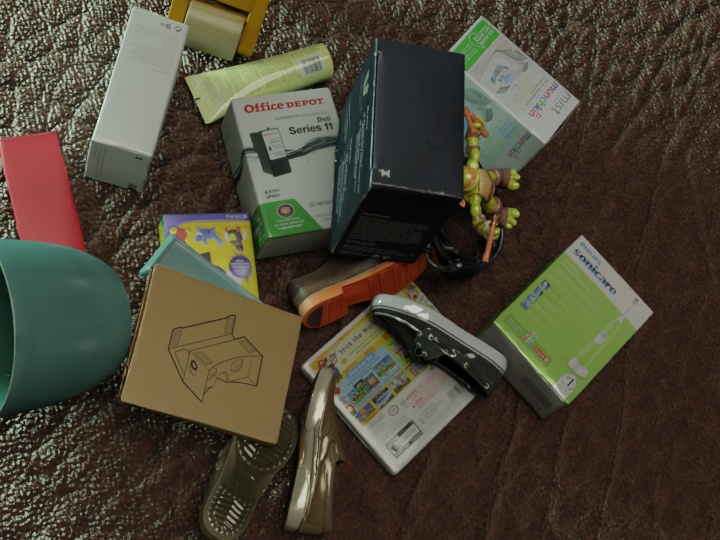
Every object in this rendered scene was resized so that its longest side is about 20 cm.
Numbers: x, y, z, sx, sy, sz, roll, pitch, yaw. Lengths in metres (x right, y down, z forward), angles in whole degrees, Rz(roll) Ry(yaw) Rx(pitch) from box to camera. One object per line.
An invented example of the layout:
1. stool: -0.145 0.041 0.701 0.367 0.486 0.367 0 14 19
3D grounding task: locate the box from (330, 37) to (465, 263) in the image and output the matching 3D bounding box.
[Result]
1. box: 0.043 -0.139 1.394 0.116 0.200 0.198 8 67 -12

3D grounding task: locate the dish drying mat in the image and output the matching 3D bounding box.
1. dish drying mat: -0.394 -0.077 1.428 0.076 0.018 0.202 -11 73 -22

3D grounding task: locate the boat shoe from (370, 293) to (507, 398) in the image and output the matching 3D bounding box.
1. boat shoe: 0.097 0.097 1.469 0.199 0.069 0.057 29 65 -8

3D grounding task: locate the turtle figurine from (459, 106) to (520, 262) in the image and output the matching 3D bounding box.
1. turtle figurine: 0.155 -0.097 1.461 0.064 0.161 0.202 -14 76 24

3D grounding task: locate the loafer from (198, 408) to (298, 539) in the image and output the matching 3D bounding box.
1. loafer: -0.142 0.240 1.364 0.076 0.068 0.200 41 47 -9

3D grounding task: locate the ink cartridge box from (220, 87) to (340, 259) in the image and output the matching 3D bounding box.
1. ink cartridge box: -0.089 -0.130 1.509 0.145 0.083 0.202 -11 73 -22

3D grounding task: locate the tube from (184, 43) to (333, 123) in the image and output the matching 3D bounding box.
1. tube: -0.135 -0.261 1.567 0.199 0.058 0.052 -21 120 -20

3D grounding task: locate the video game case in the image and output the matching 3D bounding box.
1. video game case: 0.050 0.133 1.490 0.200 0.023 0.182 -40 86 -25

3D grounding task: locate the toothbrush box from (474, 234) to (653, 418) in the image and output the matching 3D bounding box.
1. toothbrush box: 0.273 0.075 1.547 0.146 0.086 0.200 47 65 4

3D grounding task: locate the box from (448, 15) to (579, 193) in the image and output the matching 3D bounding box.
1. box: 0.171 -0.215 1.561 0.176 0.200 0.097 42 64 0

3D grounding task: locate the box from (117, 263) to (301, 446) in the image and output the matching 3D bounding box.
1. box: -0.171 0.102 1.339 0.199 0.021 0.165 22 66 -26

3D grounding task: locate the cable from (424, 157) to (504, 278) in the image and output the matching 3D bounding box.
1. cable: 0.136 -0.073 1.531 0.199 0.050 0.165 -1 85 -56

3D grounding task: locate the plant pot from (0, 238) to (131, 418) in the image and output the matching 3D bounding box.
1. plant pot: -0.358 0.060 1.296 0.160 0.200 0.202 -3 70 -41

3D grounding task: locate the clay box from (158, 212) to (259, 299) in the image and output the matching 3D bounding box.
1. clay box: -0.186 0.029 1.438 0.114 0.048 0.202 -3 71 -19

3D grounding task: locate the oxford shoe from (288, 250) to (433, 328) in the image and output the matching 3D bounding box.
1. oxford shoe: 0.000 0.000 1.488 0.199 0.072 0.073 -23 55 -16

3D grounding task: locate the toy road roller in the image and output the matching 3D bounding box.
1. toy road roller: -0.184 -0.400 1.577 0.122 0.146 0.202 17 103 -11

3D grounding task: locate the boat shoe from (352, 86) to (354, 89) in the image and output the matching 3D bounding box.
1. boat shoe: 0.049 -0.174 1.582 0.066 0.072 0.200 -42 86 -5

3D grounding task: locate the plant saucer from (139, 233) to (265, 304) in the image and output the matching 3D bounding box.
1. plant saucer: -0.171 0.037 1.403 0.199 0.019 0.070 37 62 -4

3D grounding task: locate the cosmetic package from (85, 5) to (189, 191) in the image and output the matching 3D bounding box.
1. cosmetic package: -0.285 -0.216 1.464 0.080 0.113 0.202 17 64 -11

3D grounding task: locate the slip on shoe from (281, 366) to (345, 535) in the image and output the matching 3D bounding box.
1. slip on shoe: -0.047 0.220 1.394 0.060 0.076 0.202 13 70 -7
